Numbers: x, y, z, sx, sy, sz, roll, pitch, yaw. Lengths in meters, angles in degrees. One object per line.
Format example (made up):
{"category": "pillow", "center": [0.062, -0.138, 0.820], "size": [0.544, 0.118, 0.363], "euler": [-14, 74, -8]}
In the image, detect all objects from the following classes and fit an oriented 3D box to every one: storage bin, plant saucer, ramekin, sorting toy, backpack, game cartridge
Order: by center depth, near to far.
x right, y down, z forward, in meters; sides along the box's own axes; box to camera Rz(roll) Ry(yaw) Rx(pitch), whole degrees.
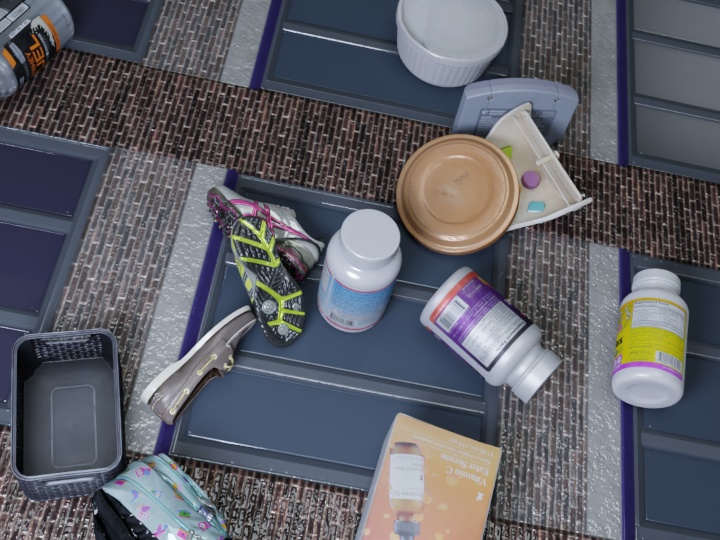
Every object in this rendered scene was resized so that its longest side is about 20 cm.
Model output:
{"category": "backpack", "center": [-0.240, 0.330, 1.158], "size": [0.200, 0.167, 0.126], "euler": [41, 42, 18]}
{"category": "storage bin", "center": [-0.384, 0.189, 1.237], "size": [0.134, 0.094, 0.201], "euler": [-4, 60, -12]}
{"category": "plant saucer", "center": [0.155, -0.125, 1.502], "size": [0.199, 0.032, 0.202], "euler": [-3, 75, 10]}
{"category": "sorting toy", "center": [0.245, -0.142, 1.541], "size": [0.179, 0.107, 0.201], "euler": [-25, 72, -11]}
{"category": "game cartridge", "center": [0.261, -0.268, 1.590], "size": [0.199, 0.134, 0.041], "euler": [0, 58, -11]}
{"category": "ramekin", "center": [0.156, -0.421, 1.683], "size": [0.201, 0.094, 0.203], "euler": [4, 60, -8]}

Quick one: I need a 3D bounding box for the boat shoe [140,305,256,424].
{"category": "boat shoe", "center": [-0.215, 0.131, 1.315], "size": [0.060, 0.072, 0.200], "euler": [43, 66, 9]}

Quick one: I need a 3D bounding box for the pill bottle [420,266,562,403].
{"category": "pill bottle", "center": [0.195, 0.098, 1.379], "size": [0.200, 0.112, 0.111], "euler": [42, 62, 14]}

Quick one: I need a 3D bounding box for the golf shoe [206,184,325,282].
{"category": "golf shoe", "center": [-0.147, -0.069, 1.444], "size": [0.200, 0.073, 0.092], "euler": [38, 57, 2]}

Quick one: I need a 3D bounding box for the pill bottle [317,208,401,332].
{"category": "pill bottle", "center": [0.000, 0.000, 1.350], "size": [0.108, 0.200, 0.109], "euler": [4, 60, -8]}

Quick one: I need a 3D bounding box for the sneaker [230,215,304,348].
{"category": "sneaker", "center": [-0.135, 0.015, 1.372], "size": [0.075, 0.076, 0.201], "euler": [-17, 98, -13]}

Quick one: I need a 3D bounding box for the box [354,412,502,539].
{"category": "box", "center": [0.084, 0.318, 1.236], "size": [0.151, 0.107, 0.201], "euler": [18, 58, 1]}

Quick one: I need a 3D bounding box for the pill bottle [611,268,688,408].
{"category": "pill bottle", "center": [0.444, 0.100, 1.426], "size": [0.104, 0.104, 0.201], "euler": [17, 58, 0]}

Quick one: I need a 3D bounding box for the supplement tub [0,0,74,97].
{"category": "supplement tub", "center": [-0.568, -0.365, 1.509], "size": [0.122, 0.123, 0.200], "euler": [29, 60, 8]}
